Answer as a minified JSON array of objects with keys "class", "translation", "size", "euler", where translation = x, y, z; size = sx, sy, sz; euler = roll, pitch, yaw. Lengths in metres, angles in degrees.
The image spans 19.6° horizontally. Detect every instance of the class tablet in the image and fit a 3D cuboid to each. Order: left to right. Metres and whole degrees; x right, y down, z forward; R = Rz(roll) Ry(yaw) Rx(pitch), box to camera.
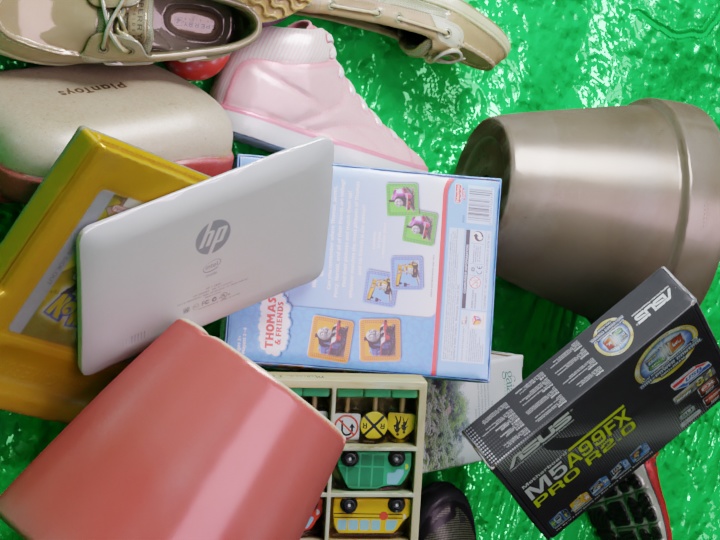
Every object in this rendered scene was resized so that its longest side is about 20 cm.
[{"class":"tablet","translation":[-0.103,-0.010,1.410],"size":[0.199,0.014,0.131],"euler":[-24,139,-29]}]

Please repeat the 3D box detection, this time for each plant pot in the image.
[{"class":"plant pot","translation":[-0.114,0.143,1.391],"size":[0.200,0.200,0.178],"euler":[41,82,-30]},{"class":"plant pot","translation":[0.173,-0.051,1.678],"size":[0.173,0.200,0.201],"euler":[9,82,-22]}]

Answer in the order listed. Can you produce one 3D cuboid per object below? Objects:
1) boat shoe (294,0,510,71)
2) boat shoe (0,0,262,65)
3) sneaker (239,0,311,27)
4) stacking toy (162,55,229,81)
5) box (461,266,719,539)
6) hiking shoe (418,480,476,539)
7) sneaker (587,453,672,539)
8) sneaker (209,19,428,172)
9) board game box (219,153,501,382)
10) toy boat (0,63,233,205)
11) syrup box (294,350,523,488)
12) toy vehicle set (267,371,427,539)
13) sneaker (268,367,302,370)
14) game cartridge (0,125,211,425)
[{"class":"boat shoe","translation":[0.028,-0.194,1.629],"size":[0.200,0.073,0.063],"euler":[24,81,-33]},{"class":"boat shoe","translation":[-0.162,-0.172,1.413],"size":[0.199,0.065,0.073],"euler":[1,95,-33]},{"class":"sneaker","translation":[-0.055,-0.258,1.550],"size":[0.075,0.090,0.201],"euler":[41,65,-27]},{"class":"stacking toy","translation":[-0.141,-0.233,1.498],"size":[0.085,0.085,0.201],"euler":[-26,111,-36]},{"class":"box","translation":[0.189,0.106,1.617],"size":[0.200,0.044,0.160],"euler":[-39,146,-1]},{"class":"hiking shoe","translation":[0.087,0.265,1.635],"size":[0.075,0.100,0.201],"euler":[-7,92,-39]},{"class":"sneaker","translation":[0.235,0.158,1.778],"size":[0.085,0.077,0.201],"euler":[-24,104,-42]},{"class":"sneaker","translation":[-0.021,-0.128,1.581],"size":[0.199,0.075,0.105],"euler":[18,82,-32]},{"class":"board game box","translation":[0.000,0.000,1.531],"size":[0.199,0.037,0.152],"euler":[5,85,-13]},{"class":"toy boat","translation":[-0.183,-0.066,1.440],"size":[0.199,0.130,0.131],"euler":[-12,126,-37]},{"class":"syrup box","translation":[0.031,0.111,1.609],"size":[0.199,0.081,0.079],"euler":[-7,98,-40]},{"class":"toy vehicle set","translation":[-0.055,0.136,1.500],"size":[0.199,0.027,0.125],"euler":[1,99,-7]},{"class":"sneaker","translation":[0.012,0.027,1.600],"size":[0.199,0.078,0.080],"euler":[-6,97,-37]},{"class":"game cartridge","translation":[-0.175,0.013,1.392],"size":[0.176,0.032,0.200],"euler":[20,107,-53]}]
